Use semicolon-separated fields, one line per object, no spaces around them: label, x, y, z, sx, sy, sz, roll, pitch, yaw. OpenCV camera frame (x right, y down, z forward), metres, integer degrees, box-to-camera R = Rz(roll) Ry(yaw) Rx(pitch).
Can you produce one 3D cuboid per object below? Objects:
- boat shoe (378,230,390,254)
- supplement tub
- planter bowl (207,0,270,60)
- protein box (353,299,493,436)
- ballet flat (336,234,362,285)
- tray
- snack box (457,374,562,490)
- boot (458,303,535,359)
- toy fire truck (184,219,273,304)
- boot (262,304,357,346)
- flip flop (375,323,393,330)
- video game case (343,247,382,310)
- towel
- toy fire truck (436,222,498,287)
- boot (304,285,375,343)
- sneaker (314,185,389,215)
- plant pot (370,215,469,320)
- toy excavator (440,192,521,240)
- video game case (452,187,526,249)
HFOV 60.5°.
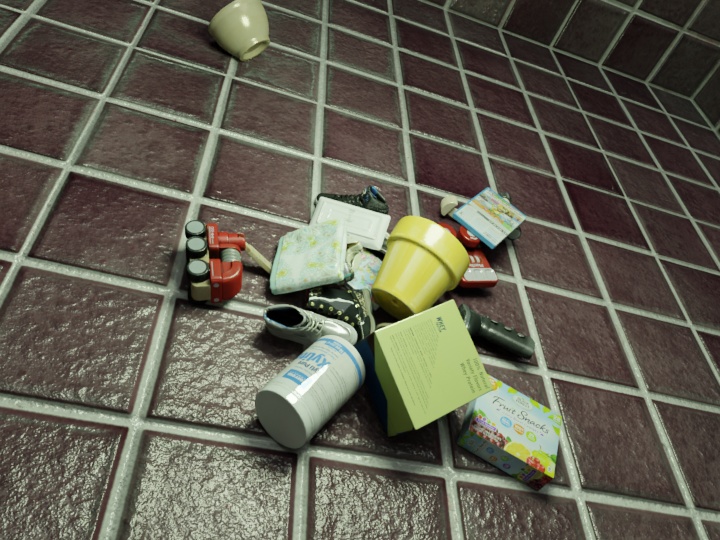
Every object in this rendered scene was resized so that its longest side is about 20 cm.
boat shoe;0.107;-0.027;1.606;0.200;0.057;0.067;43;8;13
supplement tub;-0.092;0.227;1.184;0.131;0.133;0.200;38;42;13
planter bowl;-0.379;-0.776;2.018;0.200;0.199;0.136;-36;96;-45
protein box;0.122;0.197;1.252;0.198;0.135;0.201;-19;79;-27
ballet flat;-0.028;-0.038;1.483;0.071;0.073;0.202;18;34;-9
tray;-0.028;-0.127;1.593;0.197;0.022;0.109;16;64;7
snack box;0.323;0.342;1.326;0.198;0.068;0.169;30;42;3
boot;0.323;0.163;1.484;0.198;0.066;0.165;30;22;0
toy fire truck;-0.280;-0.011;1.354;0.196;0.130;0.178;-3;49;-16
boot;-0.106;0.119;1.275;0.196;0.096;0.075;8;73;6
flip flop;0.114;0.149;1.413;0.197;0.082;0.058;3;29;-26
video game case;0.000;0.000;1.542;0.199;0.018;0.143;39;43;13
towel;-0.117;-0.034;1.425;0.168;0.049;0.202;-14;40;15
toy fire truck;0.253;-0.025;1.625;0.197;0.113;0.170;0;49;-25
boot;-0.048;0.109;1.371;0.151;0.074;0.205;11;39;-13
sneaker;-0.017;-0.192;1.655;0.197;0.113;0.074;20;41;-7
plant pot;0.125;0.009;1.441;0.199;0.201;0.190;33;69;8
toy excavator;0.356;-0.159;1.827;0.195;0.197;0.101;56;24;-37
video game case;0.356;-0.147;1.693;0.143;0.018;0.199;41;46;15
